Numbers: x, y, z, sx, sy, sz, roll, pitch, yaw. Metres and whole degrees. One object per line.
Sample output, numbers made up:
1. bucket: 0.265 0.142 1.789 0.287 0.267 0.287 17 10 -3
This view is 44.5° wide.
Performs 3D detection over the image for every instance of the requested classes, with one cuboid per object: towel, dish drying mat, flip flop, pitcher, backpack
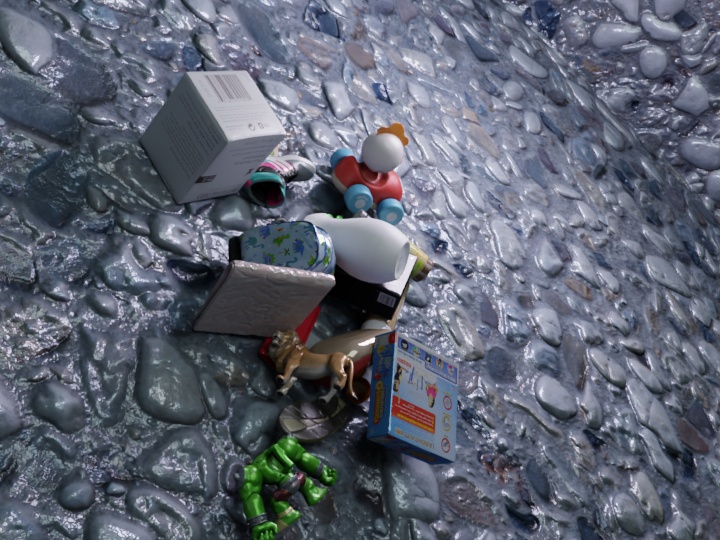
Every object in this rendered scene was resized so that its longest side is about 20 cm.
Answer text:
1. towel: -0.172 0.053 1.548 0.199 0.191 0.032 8 51 -33
2. dish drying mat: -0.132 0.114 1.686 0.077 0.018 0.200 37 39 -11
3. flip flop: -0.085 0.271 1.573 0.081 0.058 0.200 52 23 13
4. pitcher: 0.001 -0.056 1.737 0.199 0.122 0.171 18 22 18
5. backpack: -0.144 -0.013 1.621 0.199 0.154 0.164 -1 55 -8

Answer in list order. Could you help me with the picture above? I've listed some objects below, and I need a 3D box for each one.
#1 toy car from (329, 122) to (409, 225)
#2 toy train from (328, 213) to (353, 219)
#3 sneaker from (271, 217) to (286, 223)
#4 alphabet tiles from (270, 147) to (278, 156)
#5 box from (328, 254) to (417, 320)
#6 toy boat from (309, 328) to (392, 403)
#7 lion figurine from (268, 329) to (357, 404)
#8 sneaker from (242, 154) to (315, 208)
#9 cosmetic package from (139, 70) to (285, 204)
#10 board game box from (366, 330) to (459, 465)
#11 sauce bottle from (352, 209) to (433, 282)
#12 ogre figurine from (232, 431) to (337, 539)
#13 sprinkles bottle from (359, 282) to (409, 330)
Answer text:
1. toy car: 0.051 -0.241 1.990 0.176 0.200 0.185 21 31 -30
2. toy train: -0.015 -0.086 1.953 0.199 0.042 0.057 6 68 -43
3. sneaker: -0.157 -0.019 1.719 0.077 0.082 0.201 4 53 -33
4. alphabet tiles: -0.267 -0.319 1.940 0.199 0.008 0.168 24 44 -27
5. box: 0.000 0.000 1.809 0.199 0.079 0.141 22 42 5
6. toy boat: -0.011 0.190 1.676 0.199 0.130 0.132 -13 96 -48
7. lion figurine: -0.080 0.169 1.559 0.199 0.073 0.123 11 42 17
8. sneaker: -0.169 -0.186 1.853 0.199 0.084 0.121 1 52 -34
9. cosmetic package: -0.288 -0.261 1.711 0.165 0.200 0.165 -18 70 -50
10. board game box: 0.101 0.239 1.632 0.200 0.056 0.197 31 54 -40
11. sauce bottle: 0.065 -0.054 1.879 0.200 0.065 0.065 37 39 -15
12. ogre figurine: -0.127 0.343 1.427 0.200 0.098 0.120 -32 88 -29
13. sprinkles bottle: 0.051 0.083 1.848 0.068 0.068 0.200 38 38 -12
